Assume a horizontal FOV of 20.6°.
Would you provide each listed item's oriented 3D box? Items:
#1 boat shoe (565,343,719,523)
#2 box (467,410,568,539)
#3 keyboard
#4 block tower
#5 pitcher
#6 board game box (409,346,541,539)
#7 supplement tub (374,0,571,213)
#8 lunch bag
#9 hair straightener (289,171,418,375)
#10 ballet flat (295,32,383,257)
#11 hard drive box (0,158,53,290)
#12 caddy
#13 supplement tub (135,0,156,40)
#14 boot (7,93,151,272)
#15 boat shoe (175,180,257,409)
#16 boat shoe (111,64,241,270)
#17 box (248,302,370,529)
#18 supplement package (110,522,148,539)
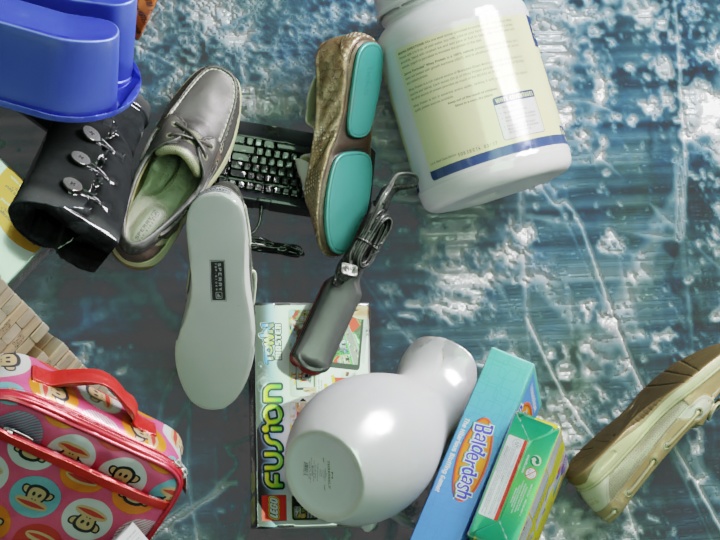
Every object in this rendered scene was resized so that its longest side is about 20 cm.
[{"bbox_3d":[0.281,0.146,1.834,0.200,0.073,0.063,-41,99,-12],"label":"boat shoe"},{"bbox_3d":[0.141,0.202,1.738,0.048,0.200,0.118,20,77,15],"label":"box"},{"bbox_3d":[-0.088,-0.071,1.808,0.198,0.021,0.128,8,80,-10],"label":"keyboard"},{"bbox_3d":[-0.287,0.067,1.677,0.058,0.054,0.200,-48,131,-15],"label":"block tower"},{"bbox_3d":[0.023,0.166,1.713,0.200,0.120,0.173,-27,118,-55],"label":"pitcher"},{"bbox_3d":[0.101,0.183,1.744,0.045,0.152,0.201,21,78,13],"label":"board game box"},{"bbox_3d":[0.097,-0.166,1.797,0.144,0.145,0.202,-15,86,-14],"label":"supplement tub"},{"bbox_3d":[-0.249,0.157,1.656,0.199,0.082,0.177,27,116,-21],"label":"lunch bag"},{"bbox_3d":[0.000,0.000,1.742,0.041,0.077,0.201,31,83,-5],"label":"hair straightener"},{"bbox_3d":[-0.023,-0.115,1.788,0.070,0.065,0.202,5,97,-51],"label":"ballet flat"},{"bbox_3d":[-0.375,-0.016,1.709,0.156,0.077,0.200,42,76,-3],"label":"hard drive box"},{"bbox_3d":[-0.278,-0.192,1.657,0.198,0.106,0.142,16,36,-1],"label":"caddy"},{"bbox_3d":[-0.266,-0.288,1.747,0.199,0.123,0.123,26,78,-8],"label":"supplement tub"},{"bbox_3d":[-0.270,-0.102,1.695,0.164,0.066,0.201,19,42,-9],"label":"boot"},{"bbox_3d":[-0.122,0.022,1.759,0.070,0.064,0.202,6,104,5],"label":"boat shoe"},{"bbox_3d":[-0.158,-0.095,1.753,0.071,0.066,0.202,29,77,-6],"label":"boat shoe"},{"bbox_3d":[-0.045,0.130,1.781,0.109,0.035,0.202,1,82,-12],"label":"box"},{"bbox_3d":[-0.241,0.327,1.609,0.200,0.156,0.111,-40,92,19],"label":"supplement package"}]
